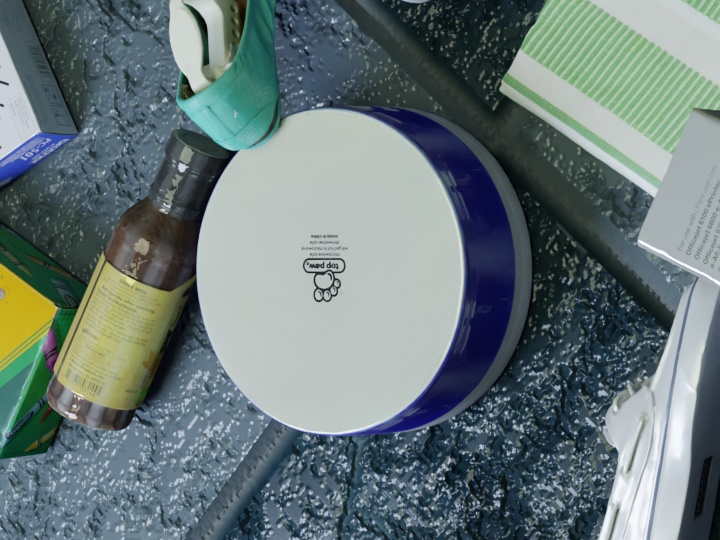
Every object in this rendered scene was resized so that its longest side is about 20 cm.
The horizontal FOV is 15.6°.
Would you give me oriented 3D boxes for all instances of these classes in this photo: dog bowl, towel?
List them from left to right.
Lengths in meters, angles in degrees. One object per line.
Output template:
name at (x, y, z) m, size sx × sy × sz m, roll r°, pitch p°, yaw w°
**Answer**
dog bowl at (0.000, 0.000, 1.595) m, size 0.199 × 0.079 × 0.201 m, roll 1°, pitch 91°, yaw 34°
towel at (0.181, -0.152, 1.507) m, size 0.152 × 0.023 × 0.201 m, roll 37°, pitch 109°, yaw 27°

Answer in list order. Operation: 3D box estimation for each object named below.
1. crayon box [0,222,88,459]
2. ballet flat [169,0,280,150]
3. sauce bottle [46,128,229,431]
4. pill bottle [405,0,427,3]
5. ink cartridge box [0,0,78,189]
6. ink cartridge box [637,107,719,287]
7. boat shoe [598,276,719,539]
crayon box at (-0.274, 0.025, 1.788) m, size 0.200 × 0.058 × 0.119 m, roll 34°, pitch 109°, yaw 28°
ballet flat at (-0.086, -0.167, 1.608) m, size 0.067 × 0.070 × 0.201 m, roll -27°, pitch 50°, yaw 28°
sauce bottle at (-0.140, 0.006, 1.696) m, size 0.065 × 0.065 × 0.201 m, roll 35°, pitch 110°, yaw 28°
pill bottle at (0.081, -0.241, 1.513) m, size 0.200 × 0.108 × 0.109 m, roll -36°, pitch 72°, yaw 38°
ink cartridge box at (-0.273, -0.158, 1.793) m, size 0.094 × 0.044 × 0.201 m, roll -31°, pitch 74°, yaw 28°
ink cartridge box at (0.268, -0.008, 1.378) m, size 0.200 × 0.145 × 0.084 m, roll 29°, pitch 106°, yaw 29°
boat shoe at (0.169, 0.093, 1.489) m, size 0.065 × 0.073 × 0.201 m, roll 16°, pitch 98°, yaw 28°
